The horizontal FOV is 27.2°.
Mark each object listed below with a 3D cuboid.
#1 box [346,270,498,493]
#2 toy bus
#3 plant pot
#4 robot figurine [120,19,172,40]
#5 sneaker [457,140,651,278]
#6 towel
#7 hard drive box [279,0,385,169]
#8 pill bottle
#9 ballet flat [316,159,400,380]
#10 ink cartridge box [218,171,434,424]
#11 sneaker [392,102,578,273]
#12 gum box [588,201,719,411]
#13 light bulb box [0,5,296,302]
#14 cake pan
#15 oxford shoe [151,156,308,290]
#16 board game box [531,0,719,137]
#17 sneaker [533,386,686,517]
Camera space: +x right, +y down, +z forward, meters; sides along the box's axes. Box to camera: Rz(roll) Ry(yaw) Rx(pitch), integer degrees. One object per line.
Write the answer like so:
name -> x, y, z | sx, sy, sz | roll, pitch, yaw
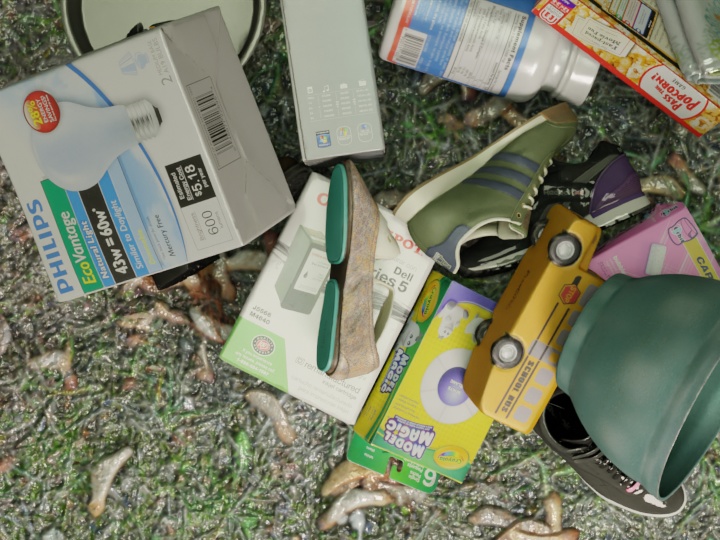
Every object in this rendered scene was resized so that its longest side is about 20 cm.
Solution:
box -> 0.077, 0.114, 1.429 | 0.117, 0.048, 0.200 | 25, 93, -27
toy bus -> 0.166, 0.044, 1.375 | 0.078, 0.065, 0.200 | 26, 98, -16
plant pot -> 0.258, 0.083, 1.322 | 0.134, 0.200, 0.201 | 31, 91, 23
robot figurine -> -0.207, -0.144, 1.407 | 0.200, 0.058, 0.145 | -30, 103, 26
sneaker -> 0.173, -0.060, 1.440 | 0.200, 0.076, 0.088 | -23, 87, -9
towel -> 0.347, -0.261, 1.382 | 0.171, 0.048, 0.201 | -2, 67, -31
hard drive box -> -0.028, -0.201, 1.392 | 0.077, 0.156, 0.201 | -9, 92, 0
pill bottle -> 0.126, -0.224, 1.411 | 0.199, 0.112, 0.113 | 17, 91, -3
ballet flat -> 0.000, 0.000, 1.364 | 0.067, 0.068, 0.201 | 4, 95, -20
ink cartridge box -> -0.026, 0.024, 1.431 | 0.145, 0.084, 0.200 | 26, 90, 0
sneaker -> 0.134, -0.070, 1.383 | 0.200, 0.067, 0.090 | -31, 79, -14
gum box -> 0.301, 0.042, 1.435 | 0.113, 0.066, 0.200 | -29, 91, 4
light bulb box -> -0.195, -0.101, 1.309 | 0.200, 0.125, 0.199 | -17, 100, 25
cake pan -> -0.190, -0.260, 1.451 | 0.200, 0.037, 0.201 | 0, 91, 1
oxford shoe -> -0.138, -0.062, 1.412 | 0.200, 0.073, 0.085 | -31, 84, 24
board game box -> 0.271, -0.241, 1.388 | 0.200, 0.046, 0.152 | 35, 54, -10
sneaker -> 0.234, 0.176, 1.424 | 0.200, 0.099, 0.071 | 38, 89, -1
